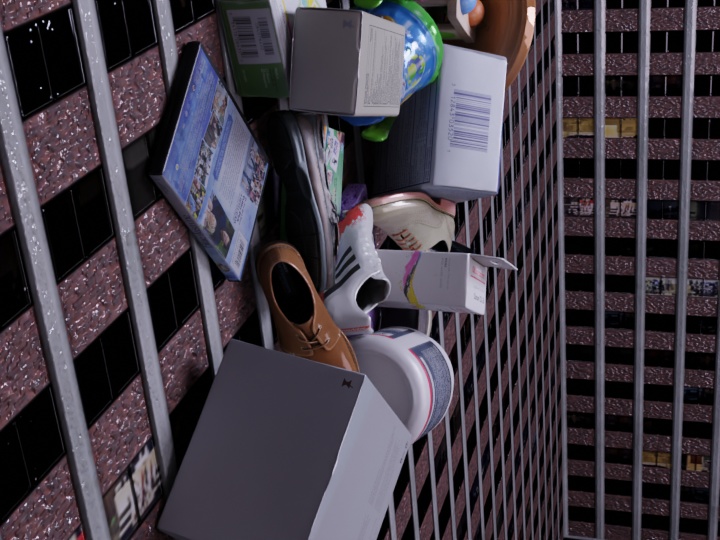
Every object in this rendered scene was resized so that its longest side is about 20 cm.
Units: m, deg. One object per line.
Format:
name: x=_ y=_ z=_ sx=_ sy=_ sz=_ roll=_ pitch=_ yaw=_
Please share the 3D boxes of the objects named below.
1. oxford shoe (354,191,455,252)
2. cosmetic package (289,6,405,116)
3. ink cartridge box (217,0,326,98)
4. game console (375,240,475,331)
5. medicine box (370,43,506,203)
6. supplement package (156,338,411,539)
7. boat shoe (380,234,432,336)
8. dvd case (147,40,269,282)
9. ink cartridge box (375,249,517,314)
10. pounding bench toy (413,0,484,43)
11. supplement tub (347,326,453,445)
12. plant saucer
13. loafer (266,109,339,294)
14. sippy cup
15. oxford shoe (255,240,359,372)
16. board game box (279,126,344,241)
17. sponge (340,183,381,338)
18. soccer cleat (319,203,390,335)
oxford shoe: x=0.066 y=-0.059 z=1.484 sx=0.199 sy=0.070 sz=0.075 roll=4 pitch=78 yaw=-50
cosmetic package: x=-0.010 y=-0.214 z=1.191 sx=0.200 sy=0.070 sz=0.106 roll=-23 pitch=118 yaw=-74
ink cartridge box: x=-0.077 y=-0.273 z=1.180 sx=0.201 sy=0.059 sz=0.105 roll=-66 pitch=153 yaw=-49
game console: x=0.099 y=0.047 z=1.713 sx=0.117 sy=0.175 sz=0.200 roll=66 pitch=14 yaw=11
medicine box: x=0.101 y=-0.187 z=1.535 sx=0.200 sy=0.102 sz=0.184 roll=175 pitch=-80 yaw=-67
supplement package: x=-0.064 y=0.201 z=1.102 sx=0.200 sy=0.146 sz=0.193 roll=58 pitch=49 yaw=-61
boat shoe: x=0.053 y=0.024 z=1.549 sx=0.073 sy=0.074 sz=0.202 roll=44 pitch=42 yaw=-56
dvd case: x=-0.138 y=-0.098 z=1.080 sx=0.200 sy=0.017 sz=0.144 roll=61 pitch=35 yaw=-57
ink cartridge box: x=0.090 y=0.015 z=1.427 sx=0.116 sy=0.198 sz=0.068 roll=19 pitch=75 yaw=-71
pounding bench toy: x=0.099 y=-0.378 z=1.570 sx=0.200 sy=0.154 sz=0.126 roll=19 pitch=75 yaw=-72
supplement tub: x=0.033 y=0.140 z=1.354 sx=0.200 sy=0.139 sz=0.142 roll=-4 pitch=96 yaw=-74
plant saucer: x=0.169 y=-0.334 z=1.587 sx=0.032 sy=0.200 sz=0.203 roll=6 pitch=85 yaw=-31
loafer: x=-0.047 y=-0.077 z=1.228 sx=0.062 sy=0.072 sz=0.202 roll=-18 pitch=103 yaw=-31
sippy cup: x=0.016 y=-0.248 z=1.391 sx=0.178 sy=0.139 sz=0.131 roll=53 pitch=46 yaw=-20
oxford shoe: x=-0.055 y=0.069 z=1.197 sx=0.201 sy=0.071 sz=0.071 roll=63 pitch=-2 yaw=-16
board game box: x=-0.056 y=-0.069 z=1.328 sx=0.134 sy=0.029 sz=0.202 roll=3 pitch=90 yaw=-72
sponge: x=-0.004 y=-0.001 z=1.504 sx=0.112 sy=0.029 sz=0.201 roll=-69 pitch=154 yaw=-46
soccer cleat: x=0.000 y=0.000 z=1.330 sx=0.201 sy=0.084 sz=0.069 roll=-70 pitch=155 yaw=-43
